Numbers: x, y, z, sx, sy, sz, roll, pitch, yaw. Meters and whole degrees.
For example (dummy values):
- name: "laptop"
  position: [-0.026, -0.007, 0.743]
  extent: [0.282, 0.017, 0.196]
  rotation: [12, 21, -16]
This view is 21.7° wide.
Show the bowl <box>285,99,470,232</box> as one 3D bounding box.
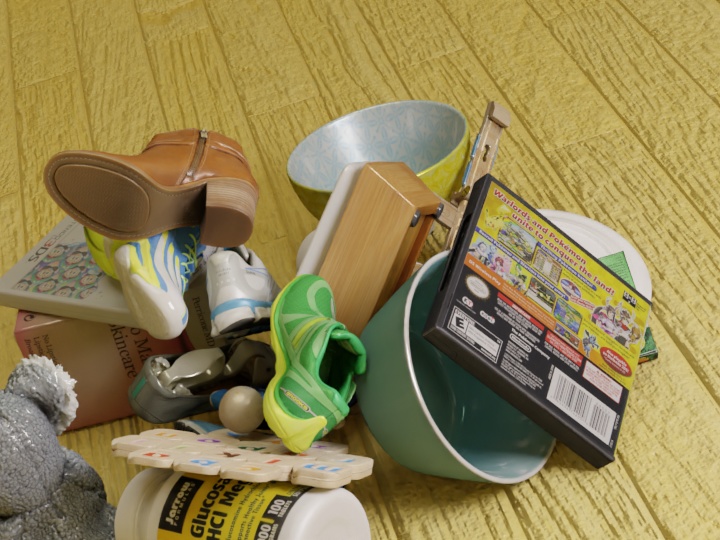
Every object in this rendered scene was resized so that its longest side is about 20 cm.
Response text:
- name: "bowl"
  position: [0.029, -0.087, 1.986]
  extent: [0.198, 0.109, 0.201]
  rotation: [-12, 28, 7]

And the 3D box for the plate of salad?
- name: "plate of salad"
  position: [0.175, 0.017, 1.782]
  extent: [0.198, 0.048, 0.201]
  rotation: [1, 46, -1]

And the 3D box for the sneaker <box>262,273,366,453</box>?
- name: "sneaker"
  position: [-0.031, 0.073, 1.571]
  extent: [0.083, 0.074, 0.201]
  rotation: [-25, 32, 18]

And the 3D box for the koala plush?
- name: "koala plush"
  position: [-0.286, 0.183, 1.591]
  extent: [0.177, 0.202, 0.183]
  rotation: [-34, 33, -30]

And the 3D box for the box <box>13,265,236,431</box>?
- name: "box"
  position: [-0.223, 0.060, 1.846]
  extent: [0.198, 0.129, 0.109]
  rotation: [-14, 30, 6]

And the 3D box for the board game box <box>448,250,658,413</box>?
- name: "board game box"
  position: [0.159, 0.058, 1.699]
  extent: [0.198, 0.024, 0.106]
  rotation: [-16, 63, 1]

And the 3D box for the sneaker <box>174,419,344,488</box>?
- name: "sneaker"
  position: [-0.091, 0.177, 1.655]
  extent: [0.089, 0.079, 0.199]
  rotation: [-13, 21, -41]

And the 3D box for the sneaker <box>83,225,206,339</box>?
- name: "sneaker"
  position: [-0.176, -0.015, 1.707]
  extent: [0.104, 0.076, 0.200]
  rotation: [-22, 39, -18]

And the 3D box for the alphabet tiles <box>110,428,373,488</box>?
- name: "alphabet tiles"
  position: [-0.095, 0.151, 1.521]
  extent: [0.198, 0.015, 0.195]
  rotation: [7, 4, 19]

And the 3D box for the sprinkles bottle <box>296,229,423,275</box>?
- name: "sprinkles bottle"
  position: [0.018, 0.012, 1.863]
  extent: [0.068, 0.069, 0.199]
  rotation: [-32, 32, -26]

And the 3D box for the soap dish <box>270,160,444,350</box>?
- name: "soap dish"
  position: [0.000, 0.000, 1.724]
  extent: [0.081, 0.202, 0.157]
  rotation: [24, 9, 10]

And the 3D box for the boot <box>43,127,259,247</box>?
- name: "boot"
  position: [-0.190, -0.090, 1.712]
  extent: [0.198, 0.074, 0.155]
  rotation: [17, 28, -16]

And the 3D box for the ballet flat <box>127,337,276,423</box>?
- name: "ballet flat"
  position: [-0.124, 0.094, 1.739]
  extent: [0.199, 0.064, 0.068]
  rotation: [-12, 53, -41]

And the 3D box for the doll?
- name: "doll"
  position: [-0.070, 0.117, 1.654]
  extent: [0.135, 0.049, 0.200]
  rotation: [7, 6, 22]

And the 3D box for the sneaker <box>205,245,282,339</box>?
- name: "sneaker"
  position: [-0.104, 0.016, 1.743]
  extent: [0.074, 0.088, 0.200]
  rotation: [-16, -6, 1]

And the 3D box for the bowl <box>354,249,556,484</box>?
- name: "bowl"
  position: [0.070, 0.094, 1.598]
  extent: [0.105, 0.202, 0.201]
  rotation: [-23, 19, 39]

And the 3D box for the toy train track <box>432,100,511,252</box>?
- name: "toy train track"
  position: [0.120, -0.085, 1.890]
  extent: [0.032, 0.114, 0.202]
  rotation: [-21, 44, 52]

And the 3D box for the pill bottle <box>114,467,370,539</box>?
- name: "pill bottle"
  position: [-0.100, 0.216, 1.525]
  extent: [0.198, 0.113, 0.112]
  rotation: [6, 36, 36]

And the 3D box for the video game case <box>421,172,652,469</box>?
- name: "video game case"
  position: [0.154, 0.041, 1.591]
  extent: [0.025, 0.199, 0.182]
  rotation: [-35, 25, 45]

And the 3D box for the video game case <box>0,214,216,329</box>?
- name: "video game case"
  position: [-0.232, -0.016, 1.822]
  extent: [0.198, 0.024, 0.182]
  rotation: [7, 40, 33]
